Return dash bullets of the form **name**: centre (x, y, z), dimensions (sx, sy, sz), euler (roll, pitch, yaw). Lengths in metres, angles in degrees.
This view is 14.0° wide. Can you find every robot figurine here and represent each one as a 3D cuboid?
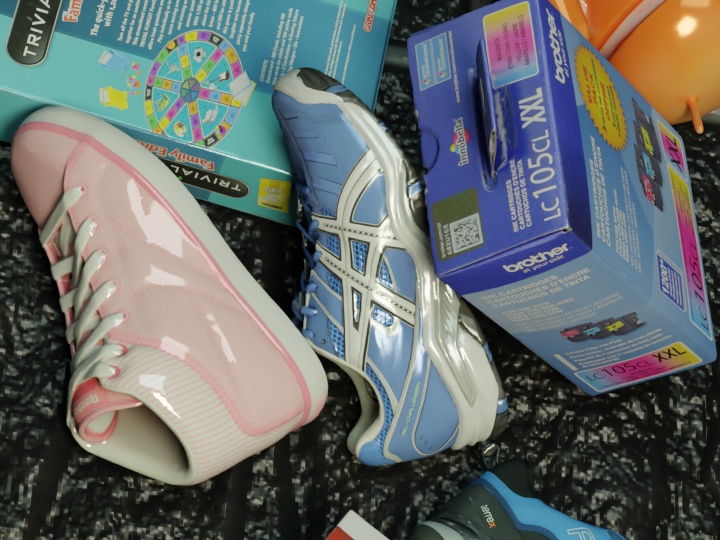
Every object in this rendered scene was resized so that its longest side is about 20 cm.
- **robot figurine**: centre (0.139, -0.158, 1.529), dimensions (0.117, 0.144, 0.200), euler (-40, 75, 6)

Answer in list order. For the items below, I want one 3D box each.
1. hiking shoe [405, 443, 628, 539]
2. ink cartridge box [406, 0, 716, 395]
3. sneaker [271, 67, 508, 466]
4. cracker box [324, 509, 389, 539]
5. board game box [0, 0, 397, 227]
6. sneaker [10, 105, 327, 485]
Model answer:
- **hiking shoe**: centre (0.117, 0.164, 1.361), dimensions (0.200, 0.074, 0.087), euler (40, 58, 8)
- **ink cartridge box**: centre (0.090, -0.040, 1.401), dimensions (0.200, 0.076, 0.137), euler (35, 41, -51)
- **sneaker**: centre (0.000, 0.000, 1.392), dimensions (0.077, 0.076, 0.200), euler (-24, 93, -10)
- **cracker box**: centre (-0.014, 0.222, 1.297), dimensions (0.134, 0.058, 0.200), euler (37, 57, 6)
- **board game box**: centre (-0.089, -0.115, 1.475), dimensions (0.200, 0.047, 0.151), euler (16, 58, -7)
- **sneaker**: centre (-0.115, 0.016, 1.374), dimensions (0.200, 0.075, 0.105), euler (48, 54, 8)
